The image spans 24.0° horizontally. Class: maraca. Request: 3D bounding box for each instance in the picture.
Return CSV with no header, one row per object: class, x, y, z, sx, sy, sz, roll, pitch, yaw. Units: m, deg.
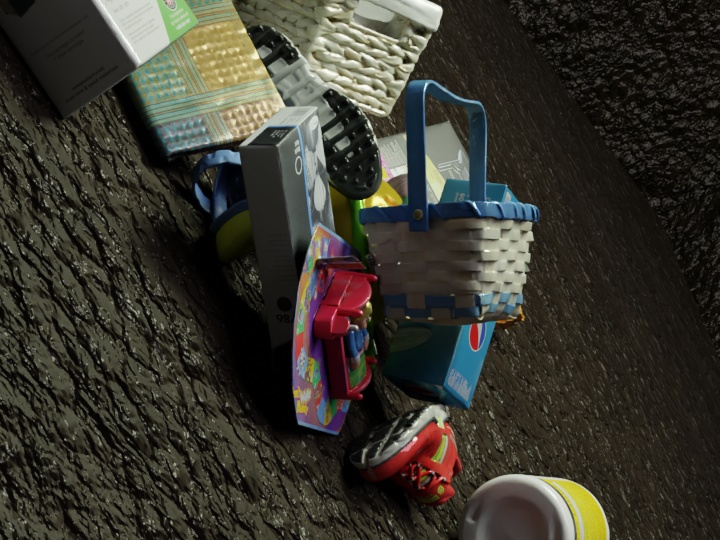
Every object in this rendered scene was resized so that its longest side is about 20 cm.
maraca,0.000,0.000,1.558,0.137,0.106,0.202,81,4,-72

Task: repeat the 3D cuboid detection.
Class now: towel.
towel,-0.154,-0.191,1.449,0.146,0.022,0.201,-16,72,-39

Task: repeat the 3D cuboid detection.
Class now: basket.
basket,-0.036,-0.246,1.683,0.135,0.124,0.200,17,12,-35
basket,0.075,-0.054,1.452,0.176,0.138,0.202,9,84,-66

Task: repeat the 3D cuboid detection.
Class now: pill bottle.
pill bottle,0.175,0.253,1.618,0.112,0.111,0.200,64,17,17

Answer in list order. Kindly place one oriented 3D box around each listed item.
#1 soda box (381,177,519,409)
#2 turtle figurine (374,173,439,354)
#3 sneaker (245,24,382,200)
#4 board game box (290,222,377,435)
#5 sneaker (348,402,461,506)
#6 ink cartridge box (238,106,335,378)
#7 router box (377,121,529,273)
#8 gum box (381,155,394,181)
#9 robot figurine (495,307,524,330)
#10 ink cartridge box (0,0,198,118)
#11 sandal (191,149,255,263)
soda box,0.089,0.020,1.566,0.064,0.067,0.202,43,61,-54
turtle figurine,0.065,0.008,1.682,0.150,0.100,0.202,39,43,-44
sneaker,-0.044,-0.132,1.545,0.200,0.066,0.091,50,-15,22
board game box,-0.008,0.053,1.380,0.200,0.039,0.160,34,62,-72
sneaker,0.052,0.165,1.476,0.086,0.076,0.200,66,17,6
ink cartridge box,-0.052,-0.022,1.372,0.100,0.039,0.202,-54,141,-60
router box,0.083,-0.058,1.892,0.156,0.052,0.201,-17,75,-46
gum box,-0.037,-0.119,1.721,0.114,0.066,0.200,60,16,6
robot figurine,0.132,0.007,2.025,0.200,0.058,0.146,29,34,-62
ink cartridge box,-0.229,-0.238,1.299,0.201,0.084,0.146,56,23,-10
sandal,-0.089,-0.069,1.465,0.087,0.079,0.200,55,14,2
